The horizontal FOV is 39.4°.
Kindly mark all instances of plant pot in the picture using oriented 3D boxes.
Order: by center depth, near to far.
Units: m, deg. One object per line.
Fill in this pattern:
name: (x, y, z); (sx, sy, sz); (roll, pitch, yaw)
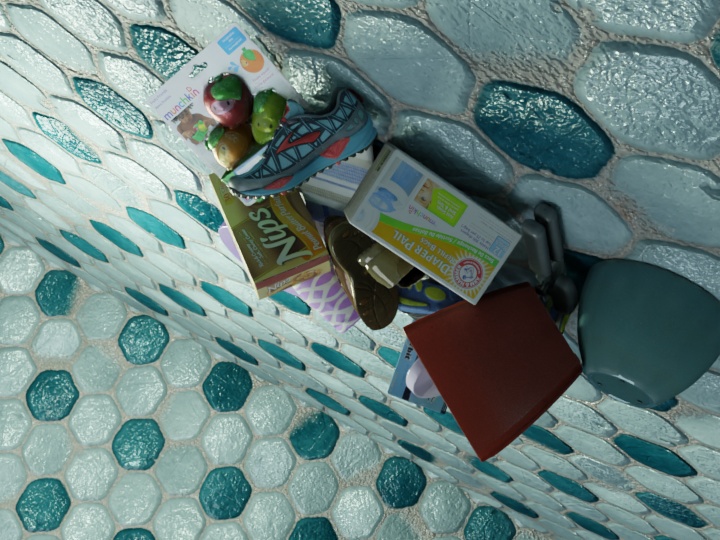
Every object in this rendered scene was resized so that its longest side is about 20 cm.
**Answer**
plant pot: (0.363, 0.098, 1.310); (0.199, 0.136, 0.200); (27, 163, 9)
plant pot: (0.194, 0.124, 1.371); (0.201, 0.175, 0.200); (59, -173, 13)

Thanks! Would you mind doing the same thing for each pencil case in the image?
pencil case: (-0.067, 0.004, 1.544); (0.200, 0.084, 0.086); (49, -164, -9)

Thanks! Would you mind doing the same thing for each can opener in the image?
can opener: (0.252, -0.014, 1.310); (0.066, 0.053, 0.200); (30, 163, 33)

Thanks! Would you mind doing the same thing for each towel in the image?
towel: (-0.033, -0.132, 1.403); (0.146, 0.024, 0.201); (19, 144, 27)

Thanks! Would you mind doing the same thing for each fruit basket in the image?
fruit basket: (-0.156, -0.191, 1.305); (0.184, 0.094, 0.200); (-31, 118, 31)

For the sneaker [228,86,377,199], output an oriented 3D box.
sneaker: (-0.082, -0.160, 1.235); (0.096, 0.199, 0.079); (65, 166, -20)

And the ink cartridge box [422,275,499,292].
ink cartridge box: (0.166, 0.028, 1.612); (0.199, 0.058, 0.162); (18, 170, -31)

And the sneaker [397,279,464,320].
sneaker: (0.134, 0.060, 1.532); (0.198, 0.071, 0.083); (21, 176, 14)

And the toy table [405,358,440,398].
toy table: (0.178, 0.174, 1.576); (0.117, 0.199, 0.185); (43, 139, 29)

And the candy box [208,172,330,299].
candy box: (-0.133, -0.070, 1.463); (0.055, 0.114, 0.201); (84, 162, -63)

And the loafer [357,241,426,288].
loafer: (0.069, -0.014, 1.419); (0.076, 0.199, 0.068); (-35, 78, 36)

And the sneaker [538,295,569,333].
sneaker: (0.264, 0.082, 1.533); (0.082, 0.074, 0.200); (22, 153, 6)

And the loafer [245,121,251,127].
loafer: (-0.185, -0.185, 1.451); (0.200, 0.071, 0.073); (37, 172, 42)

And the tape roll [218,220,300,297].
tape roll: (-0.139, -0.037, 1.693); (0.199, 0.066, 0.200); (29, 161, 11)

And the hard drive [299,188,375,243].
hard drive: (-0.026, -0.072, 1.524); (0.139, 0.038, 0.201); (20, 143, 30)

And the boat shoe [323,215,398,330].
boat shoe: (-0.001, 0.000, 1.470); (0.068, 0.072, 0.201); (45, 164, 53)

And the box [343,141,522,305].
box: (0.091, -0.061, 1.294); (0.199, 0.113, 0.101); (32, -173, -11)

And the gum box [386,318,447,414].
gum box: (0.123, 0.145, 1.690); (0.044, 0.172, 0.200); (17, 174, 26)
